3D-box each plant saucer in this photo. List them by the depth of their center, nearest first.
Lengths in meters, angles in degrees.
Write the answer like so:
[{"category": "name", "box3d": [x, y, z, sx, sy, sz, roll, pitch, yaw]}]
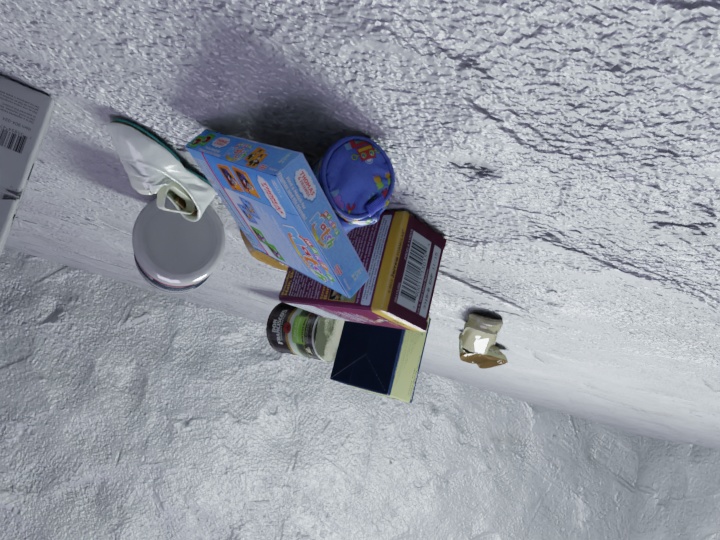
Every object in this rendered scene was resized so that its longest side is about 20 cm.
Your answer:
[{"category": "plant saucer", "box3d": [-0.124, -0.026, 1.100, 0.196, 0.036, 0.200, 15, 168, 3]}]

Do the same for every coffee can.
[{"category": "coffee can", "box3d": [-0.144, 0.167, 1.718, 0.197, 0.149, 0.145, 3, 163, 42]}]

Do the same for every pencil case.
[{"category": "pencil case", "box3d": [-0.028, -0.073, 0.662, 0.087, 0.078, 0.200, 52, 162, -5]}]

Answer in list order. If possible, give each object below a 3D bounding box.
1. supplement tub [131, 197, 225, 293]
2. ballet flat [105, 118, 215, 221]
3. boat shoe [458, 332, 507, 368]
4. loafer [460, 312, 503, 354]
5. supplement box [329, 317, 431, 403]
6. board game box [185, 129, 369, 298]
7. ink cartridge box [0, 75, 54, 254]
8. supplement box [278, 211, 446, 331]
[{"category": "supplement tub", "box3d": [-0.300, -0.037, 1.015, 0.138, 0.143, 0.200, 18, 168, -16]}, {"category": "ballet flat", "box3d": [-0.252, -0.116, 0.789, 0.068, 0.071, 0.200, 10, 166, 21]}, {"category": "boat shoe", "box3d": [0.310, 0.202, 1.555, 0.072, 0.064, 0.199, -24, 150, 28]}, {"category": "loafer", "box3d": [0.249, 0.137, 1.289, 0.074, 0.070, 0.200, 13, 168, 8]}, {"category": "supplement box", "box3d": [0.050, 0.166, 1.345, 0.132, 0.204, 0.200, 11, 169, 22]}, {"category": "board game box", "box3d": [-0.089, -0.063, 0.637, 0.199, 0.037, 0.153, 26, 152, 49]}, {"category": "ink cartridge box", "box3d": [-0.448, -0.120, 0.685, 0.143, 0.204, 0.084, 21, 166, -27]}, {"category": "supplement box", "box3d": [0.000, 0.000, 0.838, 0.197, 0.134, 0.102, 4, 165, 43]}]
